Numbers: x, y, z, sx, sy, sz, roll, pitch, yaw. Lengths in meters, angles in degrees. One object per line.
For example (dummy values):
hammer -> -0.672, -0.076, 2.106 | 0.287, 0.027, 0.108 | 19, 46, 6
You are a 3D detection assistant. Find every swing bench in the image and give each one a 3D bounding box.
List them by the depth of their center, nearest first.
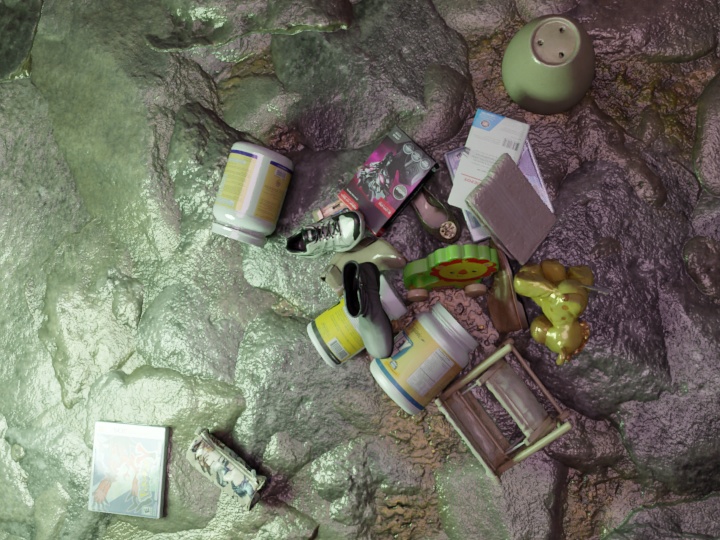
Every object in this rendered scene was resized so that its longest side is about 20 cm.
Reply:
swing bench -> 0.286, 0.280, 1.382 | 0.199, 0.130, 0.200 | -39, 81, 11

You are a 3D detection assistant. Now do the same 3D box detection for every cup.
cup -> 0.391, -0.440, 1.404 | 0.196, 0.143, 0.205 | -1, 86, 10

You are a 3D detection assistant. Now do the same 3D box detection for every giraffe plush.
giraffe plush -> 0.398, 0.088, 1.362 | 0.170, 0.199, 0.166 | -14, 115, -29

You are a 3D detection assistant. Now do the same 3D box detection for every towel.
towel -> 0.301, -0.119, 1.362 | 0.133, 0.034, 0.200 | -49, 116, -11

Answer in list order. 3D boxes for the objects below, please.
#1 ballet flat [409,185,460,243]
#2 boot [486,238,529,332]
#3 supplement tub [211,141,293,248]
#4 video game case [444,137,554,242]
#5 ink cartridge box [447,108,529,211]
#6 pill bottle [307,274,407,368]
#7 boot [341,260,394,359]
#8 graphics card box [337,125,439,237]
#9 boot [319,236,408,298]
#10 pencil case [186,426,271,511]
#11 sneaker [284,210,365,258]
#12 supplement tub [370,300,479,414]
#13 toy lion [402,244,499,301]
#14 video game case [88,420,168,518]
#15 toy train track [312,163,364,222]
ballet flat -> 0.143, -0.142, 1.475 | 0.067, 0.046, 0.201 | -37, 80, 4
boot -> 0.290, 0.031, 1.425 | 0.074, 0.073, 0.204 | -15, 89, 19
supplement tub -> -0.239, -0.163, 1.496 | 0.143, 0.145, 0.204 | 18, 89, 11
video game case -> 0.293, -0.185, 1.456 | 0.179, 0.023, 0.204 | -19, 83, 8
ink cartridge box -> 0.262, -0.213, 1.410 | 0.114, 0.068, 0.204 | 19, 90, 9
pill bottle -> -0.005, 0.105, 1.450 | 0.198, 0.114, 0.115 | -36, 81, 5
boot -> 0.006, 0.082, 1.321 | 0.068, 0.131, 0.204 | -15, 88, 17
graphics card box -> 0.059, -0.188, 1.449 | 0.125, 0.051, 0.200 | 44, 99, 15
boot -> 0.000, 0.000, 1.436 | 0.146, 0.199, 0.071 | -42, 116, -11
pencil case -> -0.292, 0.430, 1.495 | 0.198, 0.078, 0.090 | 36, 117, 11
sneaker -> -0.078, -0.070, 1.451 | 0.198, 0.087, 0.077 | -24, 75, 37
supplement tub -> 0.132, 0.177, 1.405 | 0.200, 0.145, 0.145 | -46, 80, 4
toy lion -> 0.179, -0.001, 1.381 | 0.195, 0.192, 0.070 | -6, 69, 10
video game case -> -0.531, 0.453, 1.566 | 0.178, 0.023, 0.205 | 2, 87, 11
toy train track -> -0.018, -0.162, 1.513 | 0.197, 0.033, 0.117 | -26, 82, 8
